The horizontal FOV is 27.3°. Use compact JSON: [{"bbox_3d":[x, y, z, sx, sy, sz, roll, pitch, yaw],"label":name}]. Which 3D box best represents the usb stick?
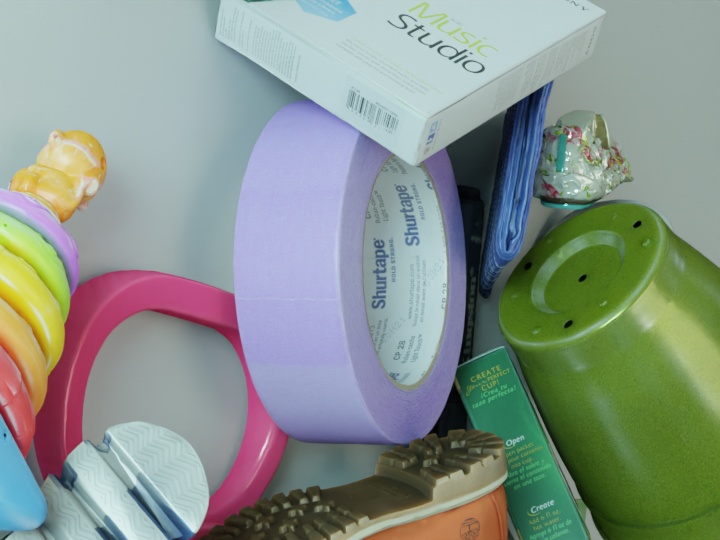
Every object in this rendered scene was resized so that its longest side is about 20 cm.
[{"bbox_3d":[0.061,0.042,1.027,0.055,0.032,0.202,2,92,-58],"label":"usb stick"}]

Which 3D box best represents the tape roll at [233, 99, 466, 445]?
[{"bbox_3d":[0.000,0.000,0.866,0.200,0.065,0.202,-1,90,-67],"label":"tape roll"}]

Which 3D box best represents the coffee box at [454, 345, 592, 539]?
[{"bbox_3d":[0.123,0.162,0.977,0.123,0.044,0.201,59,8,-56],"label":"coffee box"}]

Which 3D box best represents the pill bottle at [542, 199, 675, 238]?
[{"bbox_3d":[0.218,0.051,1.192,0.115,0.113,0.201,-58,139,-33],"label":"pill bottle"}]

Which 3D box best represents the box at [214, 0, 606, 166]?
[{"bbox_3d":[0.034,-0.142,0.852,0.200,0.144,0.037,-34,150,-46],"label":"box"}]

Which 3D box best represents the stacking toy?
[{"bbox_3d":[-0.161,0.004,0.642,0.201,0.109,0.117,-67,151,-43],"label":"stacking toy"}]

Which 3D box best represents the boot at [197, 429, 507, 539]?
[{"bbox_3d":[-0.002,0.166,0.795,0.198,0.075,0.108,-15,107,-25],"label":"boot"}]

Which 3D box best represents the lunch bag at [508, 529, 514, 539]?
[{"bbox_3d":[0.028,0.225,0.930,0.164,0.117,0.201,-55,142,-35],"label":"lunch bag"}]

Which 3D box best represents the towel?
[{"bbox_3d":[0.104,-0.062,0.998,0.200,0.024,0.146,82,19,-82],"label":"towel"}]

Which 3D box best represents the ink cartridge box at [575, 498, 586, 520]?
[{"bbox_3d":[0.116,0.269,1.119,0.103,0.059,0.202,11,86,-57],"label":"ink cartridge box"}]

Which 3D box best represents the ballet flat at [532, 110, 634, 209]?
[{"bbox_3d":[0.163,-0.086,1.089,0.200,0.075,0.065,-37,128,-76],"label":"ballet flat"}]

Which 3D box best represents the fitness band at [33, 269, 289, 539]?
[{"bbox_3d":[-0.101,0.077,0.790,0.199,0.037,0.145,22,74,-57],"label":"fitness band"}]

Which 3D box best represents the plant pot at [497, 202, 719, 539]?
[{"bbox_3d":[0.196,0.063,1.014,0.193,0.199,0.201,50,53,-27],"label":"plant pot"}]

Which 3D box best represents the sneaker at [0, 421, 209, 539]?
[{"bbox_3d":[-0.151,0.158,0.658,0.199,0.081,0.115,-33,159,-21],"label":"sneaker"}]
